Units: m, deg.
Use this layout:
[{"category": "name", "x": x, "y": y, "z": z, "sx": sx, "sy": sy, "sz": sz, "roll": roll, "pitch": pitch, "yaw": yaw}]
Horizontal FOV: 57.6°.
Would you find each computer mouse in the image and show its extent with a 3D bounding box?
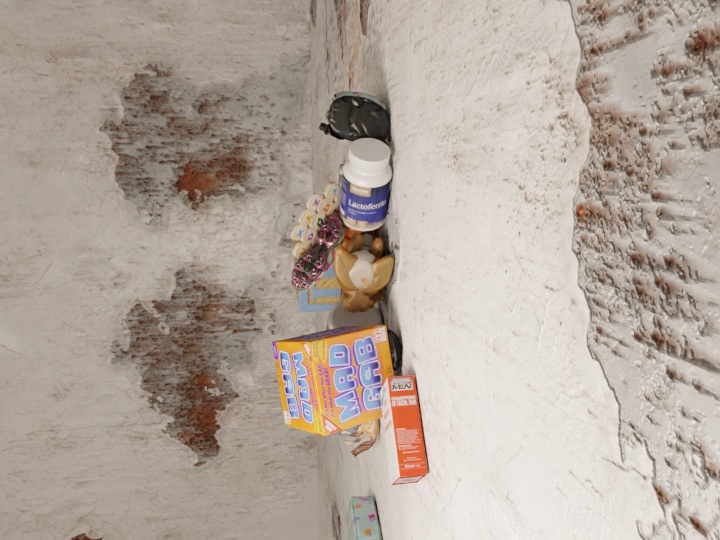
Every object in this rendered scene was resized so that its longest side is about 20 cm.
[{"category": "computer mouse", "x": 0.082, "y": 0.234, "z": 1.488, "sx": 0.059, "sy": 0.034, "sz": 0.201, "roll": 1, "pitch": 98, "yaw": 59}]

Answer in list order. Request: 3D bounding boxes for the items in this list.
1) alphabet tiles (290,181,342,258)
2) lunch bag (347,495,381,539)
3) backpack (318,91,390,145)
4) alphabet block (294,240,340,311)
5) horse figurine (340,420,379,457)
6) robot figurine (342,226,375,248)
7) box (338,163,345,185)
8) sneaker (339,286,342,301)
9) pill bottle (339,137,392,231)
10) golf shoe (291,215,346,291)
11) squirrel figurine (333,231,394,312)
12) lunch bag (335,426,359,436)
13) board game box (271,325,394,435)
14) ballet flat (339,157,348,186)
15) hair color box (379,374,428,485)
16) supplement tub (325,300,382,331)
[{"category": "alphabet tiles", "x": -0.096, "y": -0.117, "z": 1.590, "sx": 0.201, "sy": 0.015, "sz": 0.195, "roll": -62, "pitch": -26, "yaw": 7}, {"category": "lunch bag", "x": 0.012, "y": 0.756, "z": 1.868, "sx": 0.200, "sy": 0.077, "sz": 0.161, "roll": -103, "pitch": 13, "yaw": -51}, {"category": "backpack", "x": -0.009, "y": -0.369, "z": 1.590, "sx": 0.200, "sy": 0.166, "sz": 0.127, "roll": -117, "pitch": 46, "yaw": -76}, {"category": "alphabet block", "x": -0.121, "y": 0.006, "z": 2.185, "sx": 0.200, "sy": 0.194, "sz": 0.197, "roll": -113, "pitch": 25, "yaw": -63}, {"category": "horse figurine", "x": 0.004, "y": 0.402, "z": 1.787, "sx": 0.050, "sy": 0.132, "sz": 0.201, "roll": 27, "pitch": -129, "yaw": -66}, {"category": "robot figurine", "x": -0.019, "y": -0.100, "z": 1.752, "sx": 0.200, "sy": 0.116, "sz": 0.144, "roll": 97, "pitch": 168, "yaw": -45}, {"category": "box", "x": -0.040, "y": -0.235, "z": 2.099, "sx": 0.200, "sy": 0.040, "sz": 0.137, "roll": -104, "pitch": 16, "yaw": -51}, {"category": "sneaker", "x": -0.029, "y": 0.108, "z": 2.000, "sx": 0.077, "sy": 0.078, "sz": 0.201, "roll": 161, "pitch": 106, "yaw": -71}, {"category": "pill bottle", "x": 0.013, "y": -0.201, "z": 1.535, "sx": 0.200, "sy": 0.115, "sz": 0.116, "roll": 96, "pitch": 168, "yaw": -45}, {"category": "golf shoe", "x": -0.092, "y": -0.030, "z": 1.589, "sx": 0.200, "sy": 0.072, "sz": 0.092, "roll": -57, "pitch": -23, "yaw": -7}, {"category": "squirrel figurine", "x": 0.000, "y": 0.000, "z": 1.616, "sx": 0.187, "sy": 0.141, "sz": 0.201, "roll": -97, "pitch": 11, "yaw": -67}, {"category": "lunch bag", "x": -0.066, "y": 0.421, "z": 1.897, "sx": 0.160, "sy": 0.199, "sz": 0.076, "roll": 101, "pitch": 173, "yaw": -57}, {"category": "board game box", "x": -0.059, "y": 0.242, "z": 1.496, "sx": 0.200, "sy": 0.199, "sz": 0.201, "roll": -9, "pitch": 90, "yaw": 58}, {"category": "ballet flat", "x": -0.027, "y": -0.273, "z": 1.924, "sx": 0.067, "sy": 0.067, "sz": 0.201, "roll": 114, "pitch": 153, "yaw": -71}, {"category": "hair color box", "x": 0.087, "y": 0.329, "z": 1.351, "sx": 0.111, "sy": 0.064, "sz": 0.201, "roll": 104, "pitch": 160, "yaw": -64}, {"category": "supplement tub", "x": -0.023, "y": 0.183, "z": 1.747, "sx": 0.200, "sy": 0.145, "sz": 0.146, "roll": 101, "pitch": 164, "yaw": -52}]
